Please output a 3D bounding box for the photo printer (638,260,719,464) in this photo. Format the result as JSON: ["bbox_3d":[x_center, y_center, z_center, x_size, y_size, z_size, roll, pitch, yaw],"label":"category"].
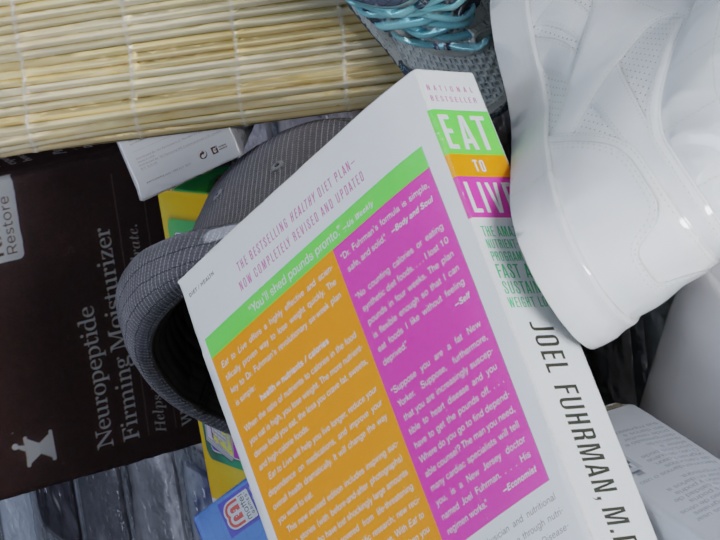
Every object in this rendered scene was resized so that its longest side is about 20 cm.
[{"bbox_3d":[0.157,0.105,0.680,0.200,0.069,0.167,54,148,39],"label":"photo printer"}]

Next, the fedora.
[{"bbox_3d":[0.000,0.000,0.898,0.200,0.176,0.091,-26,44,46],"label":"fedora"}]

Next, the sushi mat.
[{"bbox_3d":[-0.047,-0.099,0.866,0.012,0.199,0.096,-99,2,-68],"label":"sushi mat"}]

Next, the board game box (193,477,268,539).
[{"bbox_3d":[0.027,0.180,0.908,0.045,0.152,0.201,-37,62,20],"label":"board game box"}]

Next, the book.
[{"bbox_3d":[0.021,0.058,0.700,0.134,0.048,0.201,-43,57,44],"label":"book"}]

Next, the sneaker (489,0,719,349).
[{"bbox_3d":[0.105,-0.067,0.714,0.074,0.115,0.201,47,-157,-30],"label":"sneaker"}]

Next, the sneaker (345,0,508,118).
[{"bbox_3d":[0.010,-0.112,0.783,0.200,0.077,0.087,64,-151,-46],"label":"sneaker"}]

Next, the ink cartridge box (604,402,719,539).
[{"bbox_3d":[0.121,0.164,0.657,0.200,0.040,0.201,32,132,56],"label":"ink cartridge box"}]

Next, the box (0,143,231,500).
[{"bbox_3d":[-0.179,0.011,1.183,0.164,0.199,0.167,23,123,59],"label":"box"}]

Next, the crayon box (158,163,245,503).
[{"bbox_3d":[-0.032,0.053,1.062,0.119,0.058,0.201,9,110,63],"label":"crayon box"}]

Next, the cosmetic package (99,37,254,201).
[{"bbox_3d":[-0.080,-0.092,0.984,0.200,0.050,0.083,-89,-27,-78],"label":"cosmetic package"}]
